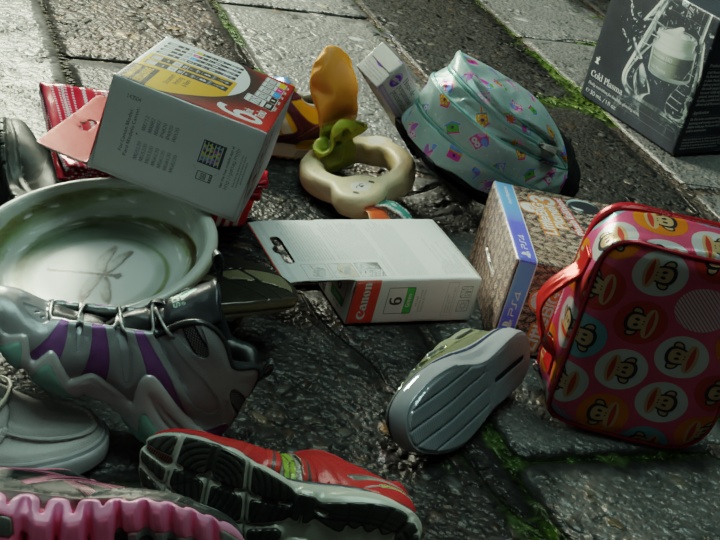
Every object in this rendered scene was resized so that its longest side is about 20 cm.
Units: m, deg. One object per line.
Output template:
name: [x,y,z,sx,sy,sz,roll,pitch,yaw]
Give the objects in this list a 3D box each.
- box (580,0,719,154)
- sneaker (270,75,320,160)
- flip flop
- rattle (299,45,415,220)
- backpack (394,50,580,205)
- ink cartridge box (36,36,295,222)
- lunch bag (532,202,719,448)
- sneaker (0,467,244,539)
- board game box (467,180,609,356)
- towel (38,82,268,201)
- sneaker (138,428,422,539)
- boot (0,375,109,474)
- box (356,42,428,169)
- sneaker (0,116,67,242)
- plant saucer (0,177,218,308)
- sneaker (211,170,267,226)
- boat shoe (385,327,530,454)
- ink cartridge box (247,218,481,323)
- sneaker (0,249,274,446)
box: [0.434,-0.292,1.744,0.123,0.198,0.200,-7,35,-35]
sneaker: [-0.114,-0.170,1.372,0.199,0.091,0.075,-8,36,-37]
flip flop: [-0.146,0.043,1.025,0.199,0.058,0.081,-21,38,-25]
rattle: [0.009,-0.123,1.299,0.129,0.143,0.200,11,27,-14]
backpack: [0.134,-0.144,1.354,0.199,0.127,0.167,21,21,-43]
ink cartridge box: [-0.160,-0.134,1.088,0.175,0.084,0.200,21,19,-4]
lunch bag: [0.228,0.047,1.046,0.175,0.201,0.082,12,33,-7]
sneaker: [-0.170,0.156,0.802,0.199,0.079,0.095,10,18,-12]
board game box: [0.218,0.009,1.211,0.199,0.097,0.160,10,29,-9]
towel: [-0.194,-0.124,1.189,0.199,0.023,0.145,3,41,-27]
sneaker: [-0.056,0.153,0.869,0.199,0.077,0.085,19,17,-7]
boot: [-0.263,0.085,0.844,0.199,0.096,0.074,3,31,-21]
box: [0.051,-0.176,1.389,0.041,0.039,0.200,49,0,29]
sneaker: [-0.287,-0.066,1.139,0.090,0.076,0.200,5,39,-31]
plant saucer: [-0.211,-0.003,0.998,0.199,0.050,0.201,0,35,0]
sneaker: [-0.164,-0.104,1.270,0.115,0.079,0.201,7,41,-31]
boat shoe: [0.071,0.097,1.036,0.062,0.072,0.200,3,15,34]
ink cartridge box: [0.000,0.000,1.173,0.199,0.051,0.109,-2,33,-26]
sneaker: [-0.149,0.034,0.875,0.200,0.140,0.078,35,12,-26]
